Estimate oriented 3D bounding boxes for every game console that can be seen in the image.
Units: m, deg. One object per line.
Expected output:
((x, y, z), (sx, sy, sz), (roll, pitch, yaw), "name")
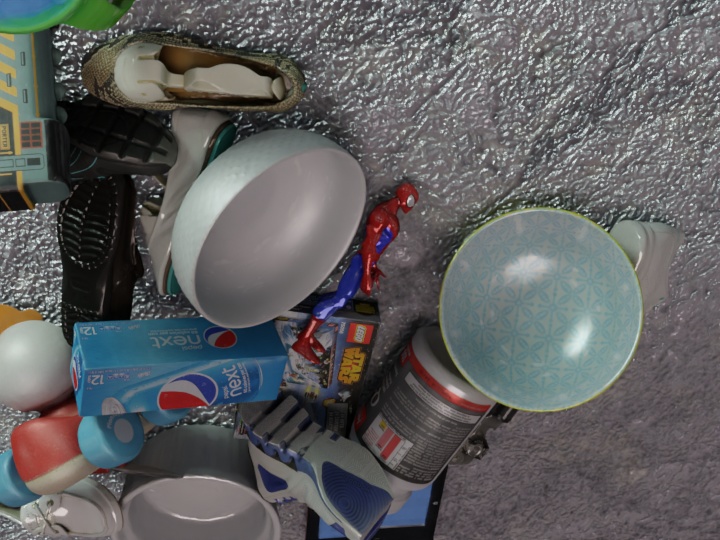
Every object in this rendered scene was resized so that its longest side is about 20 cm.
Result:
((0.019, 0.299, 1.161), (0.176, 0.031, 0.201), (2, 127, -6), "game console")

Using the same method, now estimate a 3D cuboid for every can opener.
((0.153, 0.144, 1.050), (0.053, 0.067, 0.200), (25, 108, -26), "can opener")

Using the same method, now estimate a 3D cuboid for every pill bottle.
((0.059, 0.171, 1.006), (0.115, 0.116, 0.200), (25, 114, -21), "pill bottle")

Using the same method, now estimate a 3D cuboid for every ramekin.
((-0.195, 0.280, 1.090), (0.199, 0.098, 0.201), (-2, 126, -3), "ramekin")

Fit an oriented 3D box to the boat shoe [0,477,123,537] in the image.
((-0.360, 0.278, 1.037), (0.199, 0.069, 0.071), (0, 102, 33), "boat shoe")

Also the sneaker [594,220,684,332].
((0.287, 0.036, 0.971), (0.088, 0.075, 0.201), (-2, 131, -27), "sneaker")

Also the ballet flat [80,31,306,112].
((-0.145, -0.169, 0.776), (0.199, 0.075, 0.068), (4, 102, -6), "ballet flat")

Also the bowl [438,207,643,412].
((0.185, 0.044, 0.926), (0.199, 0.201, 0.108), (-18, 168, 9), "bowl")

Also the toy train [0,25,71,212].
((-0.299, -0.139, 0.734), (0.113, 0.201, 0.085), (-5, 168, -13), "toy train")

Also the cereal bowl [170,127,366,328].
((-0.094, -0.048, 0.835), (0.200, 0.083, 0.201), (-33, 146, -26), "cereal bowl")

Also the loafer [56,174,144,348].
((-0.254, -0.015, 0.893), (0.073, 0.071, 0.201), (23, 114, 19), "loafer")

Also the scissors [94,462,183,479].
((-0.279, 0.221, 1.035), (0.199, 0.073, 0.014), (-6, 103, 17), "scissors")

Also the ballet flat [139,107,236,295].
((-0.175, -0.070, 0.863), (0.069, 0.070, 0.201), (15, 120, -15), "ballet flat")

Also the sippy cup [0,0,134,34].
((-0.253, -0.264, 0.666), (0.139, 0.131, 0.178), (-9, 127, 1), "sippy cup")

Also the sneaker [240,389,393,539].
((-0.055, 0.226, 0.994), (0.199, 0.080, 0.115), (38, 143, 21), "sneaker")

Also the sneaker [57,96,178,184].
((-0.261, -0.114, 0.816), (0.199, 0.076, 0.079), (13, 138, 3), "sneaker")

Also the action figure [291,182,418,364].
((0.000, 0.000, 0.903), (0.052, 0.065, 0.201), (30, 103, 3), "action figure")

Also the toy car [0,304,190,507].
((-0.318, 0.115, 0.951), (0.184, 0.177, 0.201), (-25, 97, 30), "toy car")

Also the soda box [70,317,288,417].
((-0.179, 0.092, 0.888), (0.199, 0.068, 0.064), (-2, 128, -26), "soda box")

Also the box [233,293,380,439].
((-0.064, 0.115, 1.014), (0.136, 0.040, 0.201), (8, 125, -9), "box")
